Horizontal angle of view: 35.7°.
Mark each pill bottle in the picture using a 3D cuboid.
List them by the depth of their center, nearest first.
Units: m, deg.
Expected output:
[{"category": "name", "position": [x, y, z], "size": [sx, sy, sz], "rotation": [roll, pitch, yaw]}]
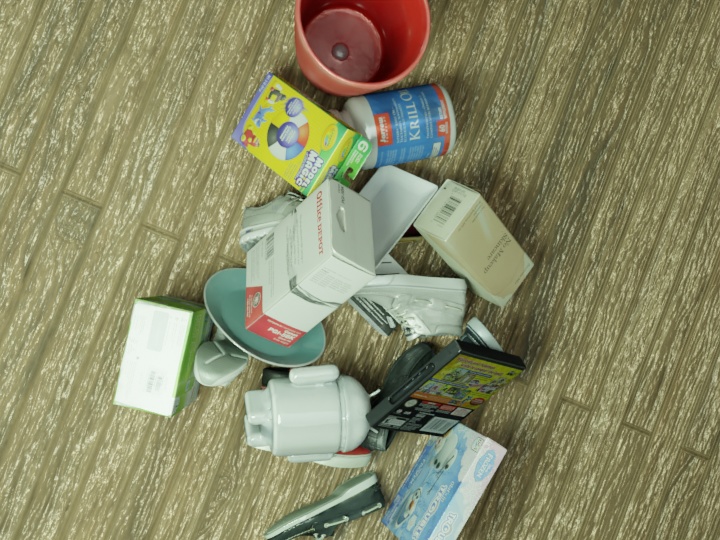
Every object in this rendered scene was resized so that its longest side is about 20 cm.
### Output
[{"category": "pill bottle", "position": [0.036, -0.214, 1.691], "size": [0.198, 0.112, 0.114], "rotation": [-13, 97, -15]}]

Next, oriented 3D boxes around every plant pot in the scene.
[{"category": "plant pot", "position": [-0.013, -0.342, 1.626], "size": [0.198, 0.177, 0.203], "rotation": [1, 84, -13]}]

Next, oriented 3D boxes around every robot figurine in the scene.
[{"category": "robot figurine", "position": [-0.069, 0.209, 1.623], "size": [0.198, 0.113, 0.171], "rotation": [-1, 124, -11]}]

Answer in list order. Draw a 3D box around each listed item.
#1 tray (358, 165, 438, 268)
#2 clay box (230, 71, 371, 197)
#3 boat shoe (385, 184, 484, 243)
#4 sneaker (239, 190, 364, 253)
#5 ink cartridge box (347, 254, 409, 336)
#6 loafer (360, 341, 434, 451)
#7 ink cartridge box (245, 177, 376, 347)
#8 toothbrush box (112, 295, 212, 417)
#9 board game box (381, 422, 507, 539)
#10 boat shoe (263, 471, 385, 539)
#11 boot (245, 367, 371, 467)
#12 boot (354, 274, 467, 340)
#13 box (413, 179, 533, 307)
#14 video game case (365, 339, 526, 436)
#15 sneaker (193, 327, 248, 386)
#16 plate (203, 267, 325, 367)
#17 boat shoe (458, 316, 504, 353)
[{"category": "tray", "position": [0.023, -0.069, 1.678], "size": [0.107, 0.022, 0.200], "rotation": [27, 66, 27]}, {"category": "clay box", "position": [-0.086, -0.188, 1.618], "size": [0.200, 0.047, 0.116], "rotation": [38, 102, 29]}, {"category": "boat shoe", "position": [0.111, -0.082, 1.743], "size": [0.198, 0.066, 0.075], "rotation": [-21, 99, -13]}, {"category": "sneaker", "position": [-0.089, -0.090, 1.655], "size": [0.198, 0.075, 0.083], "rotation": [-13, 61, 6]}, {"category": "ink cartridge box", "position": [0.000, 0.000, 1.729], "size": [0.200, 0.044, 0.094], "rotation": [46, 80, -13]}, {"category": "loafer", "position": [0.064, 0.197, 1.721], "size": [0.201, 0.070, 0.068], "rotation": [-52, 145, -28]}, {"category": "ink cartridge box", "position": [-0.072, -0.009, 1.565], "size": [0.082, 0.200, 0.148], "rotation": [26, 42, -31]}, {"category": "toothbrush box", "position": [-0.272, 0.116, 1.572], "size": [0.085, 0.200, 0.147], "rotation": [12, 90, 0]}, {"category": "board game box", "position": [0.123, 0.331, 1.702], "size": [0.043, 0.199, 0.201], "rotation": [33, 84, -15]}, {"category": "boat shoe", "position": [-0.052, 0.381, 1.721], "size": [0.198, 0.076, 0.061], "rotation": [-25, 94, -12]}, {"category": "boot", "position": [-0.065, 0.218, 1.712], "size": [0.198, 0.072, 0.146], "rotation": [16, 88, -12]}, {"category": "boot", "position": [0.071, 0.058, 1.689], "size": [0.198, 0.073, 0.097], "rotation": [3, 84, -19]}, {"category": "box", "position": [0.177, -0.039, 1.714], "size": [0.095, 0.078, 0.200], "rotation": [-53, 134, -7]}, {"category": "video game case", "position": [0.127, 0.176, 1.633], "size": [0.181, 0.026, 0.199], "rotation": [-42, 148, 21]}, {"category": "sneaker", "position": [-0.197, 0.136, 1.607], "size": [0.070, 0.200, 0.081], "rotation": [22, 105, 1]}, {"category": "plate", "position": [-0.143, 0.073, 1.635], "size": [0.199, 0.201, 0.026], "rotation": [25, 122, -16]}, {"category": "boat shoe", "position": [0.164, 0.141, 1.711], "size": [0.091, 0.201, 0.071], "rotation": [-37, 70, -8]}]
